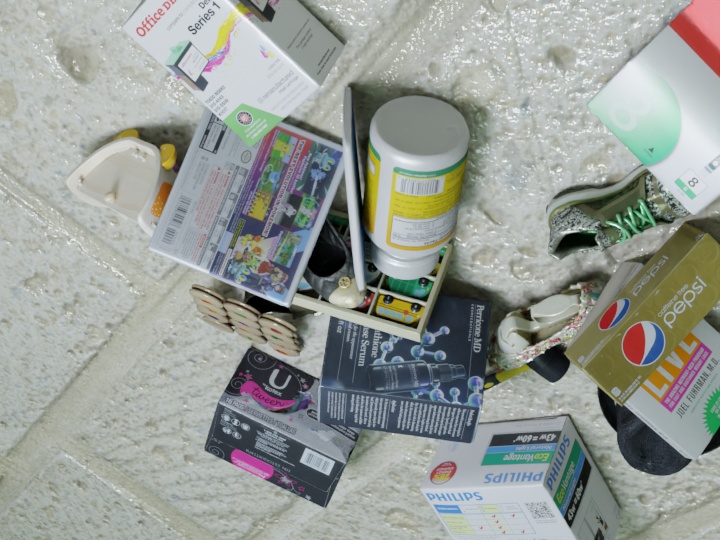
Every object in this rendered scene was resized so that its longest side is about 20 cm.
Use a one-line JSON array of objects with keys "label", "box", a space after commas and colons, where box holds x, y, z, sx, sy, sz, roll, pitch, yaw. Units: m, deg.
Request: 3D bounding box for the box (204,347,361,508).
[{"label": "box", "box": [-0.104, 0.223, 1.892, 0.199, 0.115, 0.133, 25, 137, 2]}]

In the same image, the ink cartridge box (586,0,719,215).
[{"label": "ink cartridge box", "box": [0.340, -0.169, 1.290, 0.161, 0.050, 0.200, 46, 140, 2]}]

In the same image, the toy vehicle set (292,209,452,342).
[{"label": "toy vehicle set", "box": [0.000, 0.000, 1.607, 0.198, 0.125, 0.027, 16, 158, 13]}]

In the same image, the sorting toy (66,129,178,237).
[{"label": "sorting toy", "box": [-0.245, -0.077, 1.679, 0.199, 0.107, 0.180, 25, 164, 48]}]

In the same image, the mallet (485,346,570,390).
[{"label": "mallet", "box": [0.179, 0.129, 1.710, 0.066, 0.041, 0.199, 45, 139, -20]}]

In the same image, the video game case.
[{"label": "video game case", "box": [-0.129, -0.083, 1.554, 0.181, 0.202, 0.023, 22, 174, 3]}]

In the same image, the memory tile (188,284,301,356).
[{"label": "memory tile", "box": [-0.153, 0.071, 1.770, 0.152, 0.017, 0.200, 23, 167, 6]}]

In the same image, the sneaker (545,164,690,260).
[{"label": "sneaker", "box": [0.285, -0.052, 1.430, 0.199, 0.089, 0.077, -20, 122, 37]}]

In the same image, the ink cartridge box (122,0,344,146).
[{"label": "ink cartridge box", "box": [-0.141, -0.257, 1.457, 0.200, 0.084, 0.145, 42, 137, -14]}]

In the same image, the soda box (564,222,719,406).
[{"label": "soda box", "box": [0.320, 0.046, 1.441, 0.068, 0.064, 0.200, 41, 92, -15]}]

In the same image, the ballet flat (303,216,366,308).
[{"label": "ballet flat", "box": [-0.056, -0.038, 1.582, 0.201, 0.066, 0.057, 57, 171, 21]}]

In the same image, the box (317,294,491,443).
[{"label": "box", "box": [0.054, 0.114, 1.630, 0.198, 0.150, 0.107, 7, 149, 1]}]

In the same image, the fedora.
[{"label": "fedora", "box": [0.370, 0.184, 1.614, 0.199, 0.092, 0.202, 15, 137, 14]}]

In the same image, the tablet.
[{"label": "tablet", "box": [-0.008, -0.092, 1.507, 0.014, 0.131, 0.201, -4, 127, 3]}]

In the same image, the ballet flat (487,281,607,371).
[{"label": "ballet flat", "box": [0.214, 0.061, 1.588, 0.064, 0.076, 0.199, 20, 140, -40]}]

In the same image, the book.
[{"label": "book", "box": [0.345, 0.104, 1.520, 0.200, 0.134, 0.048, 39, 169, -14]}]

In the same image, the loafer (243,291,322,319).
[{"label": "loafer", "box": [-0.069, 0.035, 1.719, 0.198, 0.070, 0.076, -3, 130, 31]}]

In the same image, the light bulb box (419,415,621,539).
[{"label": "light bulb box", "box": [0.220, 0.315, 1.801, 0.197, 0.125, 0.201, -9, 126, 35]}]

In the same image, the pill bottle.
[{"label": "pill bottle", "box": [0.059, -0.088, 1.498, 0.112, 0.113, 0.201, 17, 137, 12]}]
